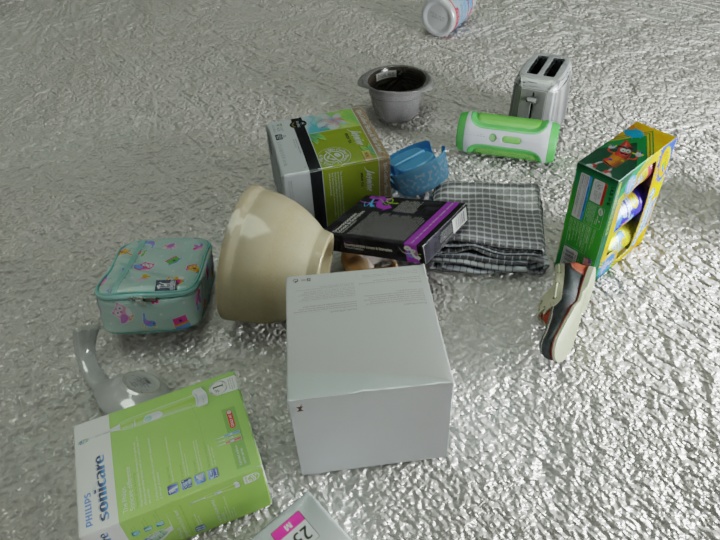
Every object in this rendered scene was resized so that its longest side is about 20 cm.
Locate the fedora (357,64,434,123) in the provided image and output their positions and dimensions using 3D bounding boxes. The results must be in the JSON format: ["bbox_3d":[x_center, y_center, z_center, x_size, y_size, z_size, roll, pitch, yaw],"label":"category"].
[{"bbox_3d":[0.080,-0.393,1.393,0.172,0.092,0.202,3,35,4],"label":"fedora"}]

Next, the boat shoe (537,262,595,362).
[{"bbox_3d":[0.289,0.055,0.891,0.061,0.072,0.200,13,42,27],"label":"boat shoe"}]

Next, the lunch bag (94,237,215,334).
[{"bbox_3d":[-0.309,0.017,0.937,0.156,0.079,0.201,0,26,-4],"label":"lunch bag"}]

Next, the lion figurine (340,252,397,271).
[{"bbox_3d":[0.000,0.000,0.985,0.120,0.074,0.201,-14,27,4],"label":"lion figurine"}]

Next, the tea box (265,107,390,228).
[{"bbox_3d":[-0.060,-0.184,1.135,0.192,0.136,0.202,-12,41,-11],"label":"tea box"}]

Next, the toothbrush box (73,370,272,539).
[{"bbox_3d":[-0.219,0.227,0.719,0.196,0.087,0.146,-17,43,-16],"label":"toothbrush box"}]

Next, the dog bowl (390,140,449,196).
[{"bbox_3d":[0.100,-0.188,1.139,0.110,0.050,0.200,-28,21,-2],"label":"dog bowl"}]

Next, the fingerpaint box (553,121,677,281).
[{"bbox_3d":[0.394,-0.101,0.959,0.165,0.203,0.073,-32,49,-30],"label":"fingerpaint box"}]

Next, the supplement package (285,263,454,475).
[{"bbox_3d":[0.005,0.119,0.777,0.186,0.149,0.202,-5,41,-3],"label":"supplement package"}]

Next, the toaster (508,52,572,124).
[{"bbox_3d":[0.391,-0.378,1.326,0.112,0.131,0.201,19,46,23],"label":"toaster"}]

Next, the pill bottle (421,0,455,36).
[{"bbox_3d":[0.264,-0.765,1.788,0.107,0.110,0.200,20,46,24],"label":"pill bottle"}]

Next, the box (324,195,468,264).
[{"bbox_3d":[0.051,-0.069,0.972,0.197,0.037,0.143,11,37,35],"label":"box"}]

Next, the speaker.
[{"bbox_3d":[0.297,-0.271,1.246,0.196,0.090,0.089,12,43,17],"label":"speaker"}]

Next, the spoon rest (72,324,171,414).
[{"bbox_3d":[-0.326,0.149,0.832,0.199,0.062,0.098,34,21,31],"label":"spoon rest"}]

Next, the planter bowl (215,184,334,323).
[{"bbox_3d":[-0.114,-0.011,0.909,0.132,0.203,0.202,13,43,4],"label":"planter bowl"}]

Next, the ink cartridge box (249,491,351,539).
[{"bbox_3d":[-0.073,0.349,0.605,0.198,0.044,0.172,-33,48,-29],"label":"ink cartridge box"}]

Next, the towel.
[{"bbox_3d":[0.213,-0.074,1.029,0.195,0.087,0.167,3,42,7],"label":"towel"}]
